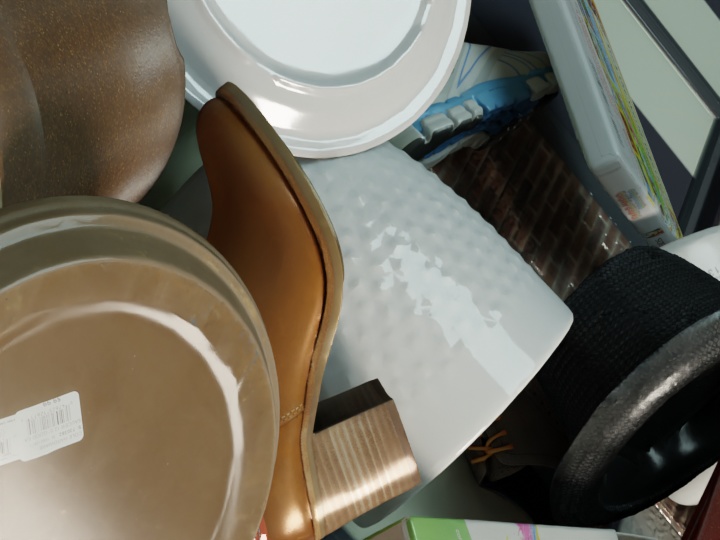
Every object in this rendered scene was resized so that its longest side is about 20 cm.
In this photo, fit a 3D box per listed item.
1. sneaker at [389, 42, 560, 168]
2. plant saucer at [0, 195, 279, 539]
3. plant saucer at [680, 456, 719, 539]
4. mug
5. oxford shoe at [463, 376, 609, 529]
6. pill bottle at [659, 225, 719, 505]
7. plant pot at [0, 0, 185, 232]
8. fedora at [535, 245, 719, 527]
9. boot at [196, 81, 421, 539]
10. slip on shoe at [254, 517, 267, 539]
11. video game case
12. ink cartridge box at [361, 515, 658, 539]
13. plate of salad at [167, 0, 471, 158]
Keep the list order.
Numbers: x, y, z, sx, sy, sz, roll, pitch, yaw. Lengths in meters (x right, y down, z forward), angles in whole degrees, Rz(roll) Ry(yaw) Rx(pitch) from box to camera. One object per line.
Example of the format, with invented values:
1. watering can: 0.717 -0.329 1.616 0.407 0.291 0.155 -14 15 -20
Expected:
1. sneaker: 0.057 -0.118 1.221 0.087 0.075 0.200 54 31 10
2. plant saucer: -0.105 0.074 0.702 0.199 0.029 0.201 -15 116 -34
3. plant saucer: 0.169 0.188 1.055 0.037 0.200 0.200 24 36 9
4. mug: 0.000 0.000 0.995 0.175 0.148 0.200 45 32 -2
5. oxford shoe: 0.079 0.072 1.105 0.200 0.071 0.073 48 40 -16
6. pill bottle: 0.223 0.083 1.235 0.114 0.114 0.201 -10 73 -54
7. plant pot: -0.178 -0.062 0.793 0.201 0.200 0.198 57 26 -2
8. fedora: 0.151 0.047 1.057 0.200 0.201 0.092 -5 50 -53
9. boot: -0.076 0.034 0.858 0.074 0.154 0.201 168 -99 -84
10. slip on shoe: -0.070 0.070 0.796 0.061 0.074 0.201 -20 112 -16
11. video game case: 0.141 -0.122 1.248 0.182 0.023 0.201 38 31 -63
12. ink cartridge box: 0.055 0.171 0.956 0.200 0.117 0.068 11 55 -47
13. plate of salad: -0.033 -0.150 0.931 0.199 0.048 0.201 5 81 -34
